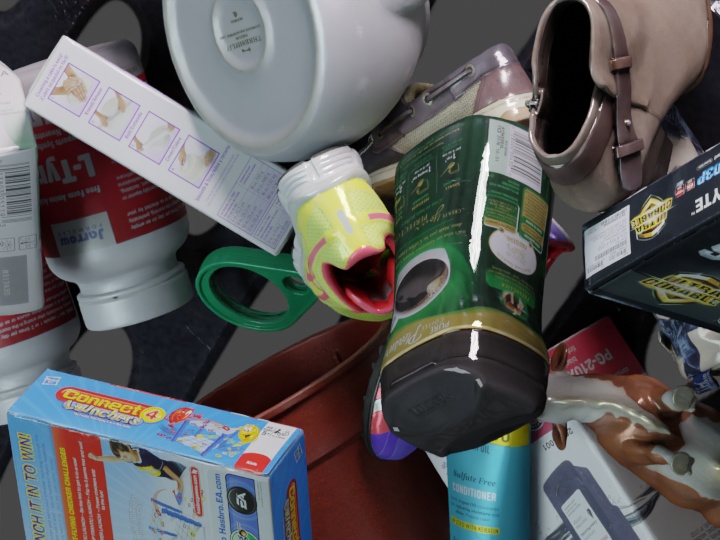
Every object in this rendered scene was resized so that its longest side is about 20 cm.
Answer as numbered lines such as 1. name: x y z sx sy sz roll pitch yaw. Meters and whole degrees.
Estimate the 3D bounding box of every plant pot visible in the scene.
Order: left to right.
1. plant pot: -0.019 0.163 1.680 0.200 0.201 0.196 -20 103 47

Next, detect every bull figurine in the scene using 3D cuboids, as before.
1. bull figurine: 0.194 0.108 1.457 0.065 0.200 0.121 -64 20 -5

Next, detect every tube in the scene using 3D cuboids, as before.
1. tube: 0.084 0.139 1.541 0.077 0.050 0.201 9 110 33

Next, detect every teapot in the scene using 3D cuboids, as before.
1. teapot: -0.027 -0.170 1.550 0.200 0.146 0.198 40 132 32

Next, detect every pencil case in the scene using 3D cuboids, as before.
1. pencil case: 0.188 -0.025 1.456 0.089 0.078 0.200 -32 86 24

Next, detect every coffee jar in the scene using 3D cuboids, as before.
1. coffee jar: 0.067 0.011 1.456 0.104 0.085 0.201 -30 43 43

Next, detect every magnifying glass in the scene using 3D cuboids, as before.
1. magnifying glass: -0.039 0.005 1.720 0.200 0.022 0.080 -10 132 42

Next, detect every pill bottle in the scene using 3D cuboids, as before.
1. pill bottle: -0.294 0.018 1.924 0.112 0.112 0.201 -10 101 46
2. pill bottle: -0.195 -0.063 1.779 0.112 0.112 0.201 -7 104 46

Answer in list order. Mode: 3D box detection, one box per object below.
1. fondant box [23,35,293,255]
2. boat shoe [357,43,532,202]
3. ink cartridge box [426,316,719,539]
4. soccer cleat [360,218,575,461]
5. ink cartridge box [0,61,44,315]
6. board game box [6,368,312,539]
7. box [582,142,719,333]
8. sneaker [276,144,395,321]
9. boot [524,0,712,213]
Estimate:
1. fondant box: -0.132 -0.087 1.640 0.200 0.144 0.058 30 91 -7
2. boat shoe: 0.048 -0.094 1.573 0.200 0.072 0.065 -26 75 53
3. ink cartridge box: 0.153 0.156 1.570 0.200 0.084 0.145 58 138 7
4. soccer cleat: 0.068 0.045 1.564 0.073 0.068 0.200 32 96 34
5. ink cartridge box: -0.268 -0.093 1.720 0.161 0.050 0.200 94 165 -45
6. board game box: -0.131 0.180 1.600 0.195 0.056 0.201 12 126 21
7. box: 0.249 -0.012 1.326 0.159 0.200 0.046 -32 50 47
8. sneaker: 0.000 0.000 1.562 0.090 0.078 0.200 60 -178 26
9. boot: 0.144 -0.129 1.349 0.070 0.146 0.201 -3 77 27
